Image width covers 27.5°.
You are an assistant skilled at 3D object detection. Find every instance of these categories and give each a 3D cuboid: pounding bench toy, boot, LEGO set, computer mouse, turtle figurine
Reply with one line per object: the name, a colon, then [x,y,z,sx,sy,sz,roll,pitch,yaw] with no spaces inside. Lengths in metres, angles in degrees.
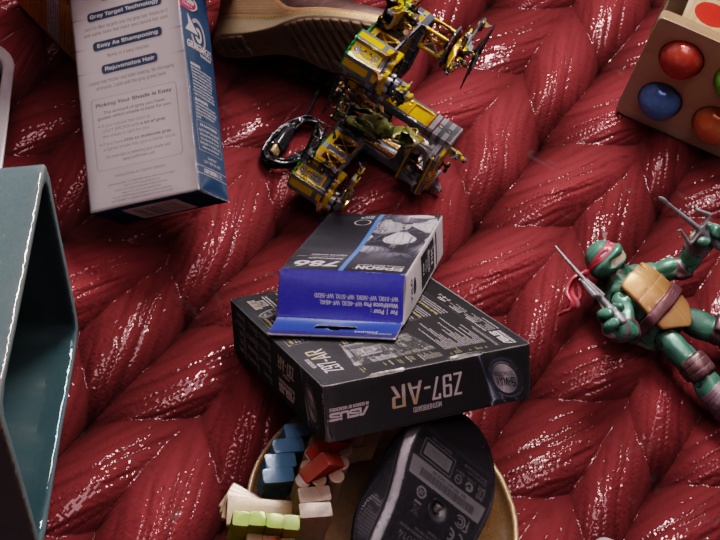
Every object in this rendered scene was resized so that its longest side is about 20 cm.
pounding bench toy: [0.365,-0.189,1.377,0.199,0.124,0.156,24,52,5]
boot: [-0.029,-0.260,1.330,0.199,0.072,0.167,5,54,25]
LEGO set: [0.037,-0.121,1.217,0.116,0.200,0.154,32,34,6]
computer mouse: [0.027,0.181,1.002,0.138,0.053,0.200,43,51,-16]
computer mouse: [-0.040,-0.165,1.318,0.058,0.034,0.201,21,52,2]
turtle figurine: [0.249,0.024,1.203,0.200,0.101,0.150,42,69,0]

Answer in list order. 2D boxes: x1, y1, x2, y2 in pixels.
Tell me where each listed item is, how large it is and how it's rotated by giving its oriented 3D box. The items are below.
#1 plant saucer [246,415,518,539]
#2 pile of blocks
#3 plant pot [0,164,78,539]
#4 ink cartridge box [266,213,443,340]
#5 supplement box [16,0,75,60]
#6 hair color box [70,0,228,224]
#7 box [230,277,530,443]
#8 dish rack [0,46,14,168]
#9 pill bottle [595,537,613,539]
plant saucer: [0.014,0.185,1.061,0.199,0.036,0.201,6,53,-8]
pile of blocks: [-0.047,0.147,1.013,0.082,0.062,0.200,25,52,6]
plant pot: [-0.310,0.059,0.987,0.199,0.196,0.197,2,52,-2]
ink cartridge box: [0.000,0.000,1.123,0.099,0.039,0.200,2,20,12]
supplement box: [-0.219,-0.208,1.288,0.066,0.069,0.200,-32,64,-31]
hair color box: [-0.171,-0.146,1.182,0.099,0.060,0.201,-10,80,17]
box: [0.009,0.055,1.086,0.159,0.044,0.200,-11,20,-21]
dish rack: [-0.372,-0.109,1.188,0.171,0.044,0.201,4,53,-10]
pill bottle: [0.233,0.271,1.001,0.199,0.112,0.112,24,51,4]
